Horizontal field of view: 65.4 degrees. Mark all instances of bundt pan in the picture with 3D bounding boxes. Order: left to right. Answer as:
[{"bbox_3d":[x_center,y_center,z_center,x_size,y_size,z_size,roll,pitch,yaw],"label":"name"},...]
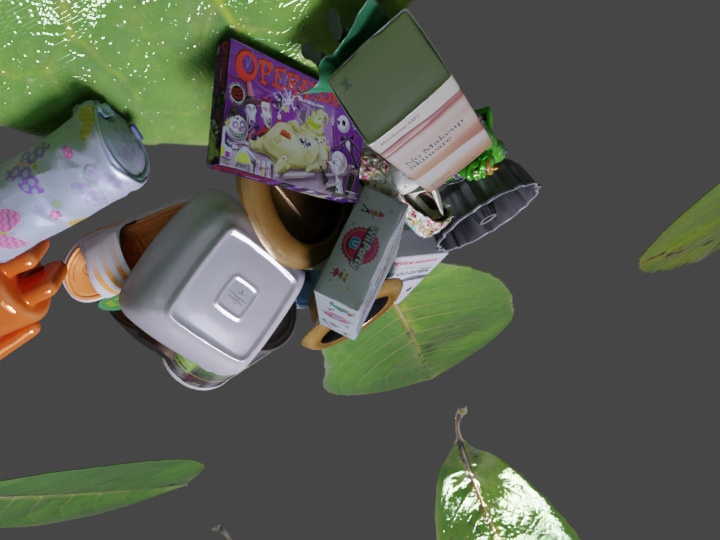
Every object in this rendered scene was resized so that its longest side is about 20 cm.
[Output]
[{"bbox_3d":[0.199,-0.117,0.954,0.200,0.077,0.202,-27,165,-8],"label":"bundt pan"}]

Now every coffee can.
[{"bbox_3d":[-0.211,0.090,0.886,0.145,0.148,0.199,-1,155,-42],"label":"coffee can"}]

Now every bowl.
[{"bbox_3d":[-0.168,0.023,0.700,0.200,0.074,0.201,44,76,-36],"label":"bowl"}]

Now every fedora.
[{"bbox_3d":[-0.088,-0.102,0.674,0.081,0.204,0.199,7,179,38],"label":"fedora"},{"bbox_3d":[-0.026,0.052,0.943,0.199,0.082,0.201,-29,161,-11],"label":"fedora"}]

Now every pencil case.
[{"bbox_3d":[-0.310,-0.084,0.555,0.198,0.084,0.091,-27,122,9],"label":"pencil case"}]

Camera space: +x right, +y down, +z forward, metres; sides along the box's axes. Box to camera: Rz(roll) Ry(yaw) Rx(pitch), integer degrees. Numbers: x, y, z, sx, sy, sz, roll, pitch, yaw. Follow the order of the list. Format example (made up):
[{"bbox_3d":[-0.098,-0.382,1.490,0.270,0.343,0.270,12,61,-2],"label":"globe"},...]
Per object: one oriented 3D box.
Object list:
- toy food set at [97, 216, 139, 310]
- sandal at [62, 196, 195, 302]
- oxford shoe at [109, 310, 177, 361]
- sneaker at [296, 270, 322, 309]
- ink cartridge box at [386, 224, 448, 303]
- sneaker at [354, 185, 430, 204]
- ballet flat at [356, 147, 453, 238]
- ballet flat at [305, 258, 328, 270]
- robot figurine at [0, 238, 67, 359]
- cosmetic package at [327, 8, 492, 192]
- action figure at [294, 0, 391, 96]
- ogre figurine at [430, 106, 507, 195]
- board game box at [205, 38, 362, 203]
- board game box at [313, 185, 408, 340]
[{"bbox_3d":[-0.286,-0.011,0.790,0.197,0.049,0.199,-13,156,-24],"label":"toy food set"},{"bbox_3d":[-0.274,-0.026,0.682,0.205,0.059,0.080,-30,115,-2],"label":"sandal"},{"bbox_3d":[-0.316,0.078,0.855,0.072,0.198,0.072,-55,133,-22],"label":"oxford shoe"},{"bbox_3d":[-0.131,0.025,0.981,0.197,0.079,0.090,-19,154,-10],"label":"sneaker"},{"bbox_3d":[0.051,-0.011,1.061,0.142,0.085,0.200,-7,152,-32],"label":"ink cartridge box"},{"bbox_3d":[0.007,-0.087,0.862,0.197,0.075,0.119,-4,147,-20],"label":"sneaker"},{"bbox_3d":[0.063,-0.109,0.747,0.063,0.077,0.199,-18,151,29],"label":"ballet flat"},{"bbox_3d":[-0.073,-0.034,0.922,0.197,0.068,0.063,-12,145,-26],"label":"ballet flat"},{"bbox_3d":[-0.443,0.029,0.638,0.197,0.118,0.144,-22,157,-2],"label":"robot figurine"},{"bbox_3d":[0.062,-0.165,0.595,0.103,0.088,0.199,-36,162,18],"label":"cosmetic package"},{"bbox_3d":[0.023,-0.220,0.612,0.118,0.055,0.199,-38,160,30],"label":"action figure"},{"bbox_3d":[0.130,-0.170,0.781,0.118,0.100,0.200,-13,148,27],"label":"ogre figurine"},{"bbox_3d":[-0.070,-0.149,0.602,0.032,0.122,0.198,-2,174,40],"label":"board game box"},{"bbox_3d":[0.000,0.000,0.750,0.200,0.063,0.149,98,17,-73],"label":"board game box"}]
